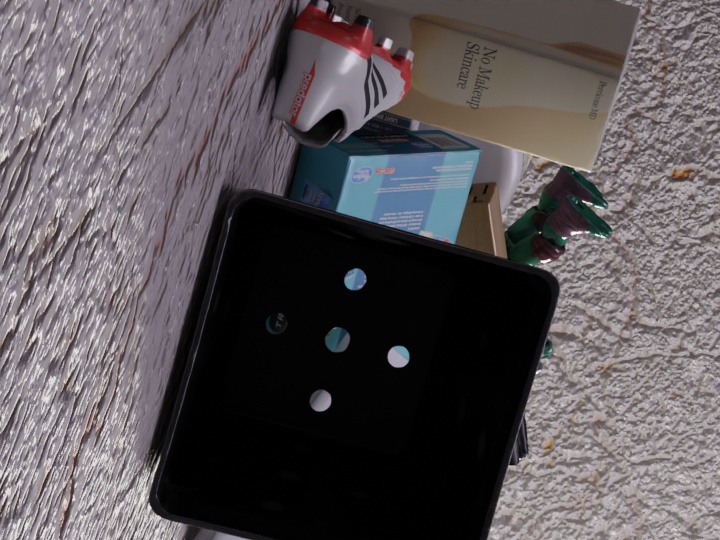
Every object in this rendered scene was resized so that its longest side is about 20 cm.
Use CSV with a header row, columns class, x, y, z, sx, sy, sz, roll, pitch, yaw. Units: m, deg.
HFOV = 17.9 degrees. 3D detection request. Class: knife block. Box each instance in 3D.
class,x,y,z,sx,sy,sz,roll,pitch,yaw
knife block,0.098,0.057,1.794,0.200,0.175,0.064,-51,-175,19

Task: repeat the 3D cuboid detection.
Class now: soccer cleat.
class,x,y,z,sx,sy,sz,roll,pitch,yaw
soccer cleat,-0.015,-0.116,1.438,0.085,0.069,0.200,-65,172,2

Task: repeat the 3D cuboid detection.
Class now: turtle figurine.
class,x,y,z,sx,sy,sz,roll,pitch,yaw
turtle figurine,0.119,0.011,1.868,0.200,0.101,0.150,-48,-147,21

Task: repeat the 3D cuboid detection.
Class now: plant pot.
class,x,y,z,sx,sy,sz,roll,pitch,yaw
plant pot,-0.009,0.060,1.412,0.177,0.199,0.200,-115,-140,-81

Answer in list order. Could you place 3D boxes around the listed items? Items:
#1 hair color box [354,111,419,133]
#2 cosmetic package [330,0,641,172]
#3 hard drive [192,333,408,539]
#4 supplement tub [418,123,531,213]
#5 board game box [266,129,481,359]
class,x,y,z,sx,sy,sz,roll,pitch,yaw
hair color box,-0.004,-0.052,1.745,0.100,0.060,0.200,-61,167,-73
cosmetic package,0.079,-0.148,1.547,0.105,0.200,0.071,99,9,-52
hard drive,-0.016,0.153,1.641,0.200,0.132,0.027,-53,-148,-6
supplement tub,0.070,-0.111,1.888,0.200,0.145,0.145,-57,163,-73
board game box,0.000,0.000,1.657,0.151,0.047,0.200,-6,117,-49
